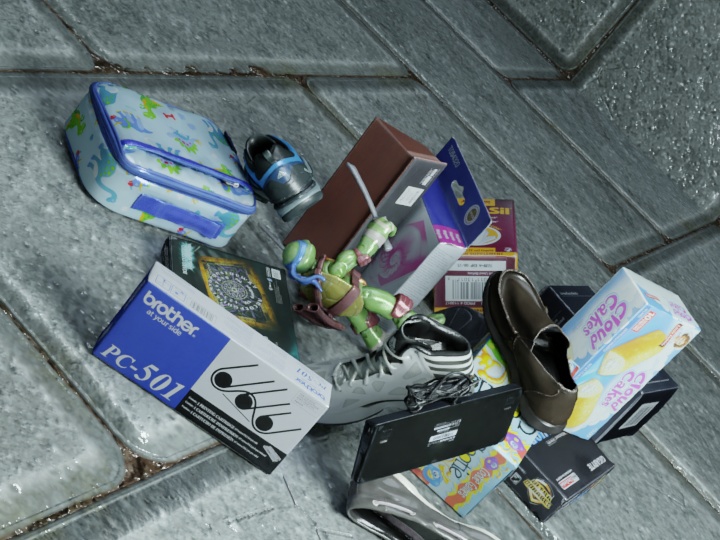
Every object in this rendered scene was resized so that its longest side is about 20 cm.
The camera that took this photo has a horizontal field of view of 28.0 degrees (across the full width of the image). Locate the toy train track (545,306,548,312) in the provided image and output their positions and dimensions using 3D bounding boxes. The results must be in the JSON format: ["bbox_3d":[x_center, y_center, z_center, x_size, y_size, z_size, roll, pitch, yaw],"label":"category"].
[{"bbox_3d":[0.223,0.061,1.829,0.200,0.032,0.116,-82,158,-73],"label":"toy train track"}]

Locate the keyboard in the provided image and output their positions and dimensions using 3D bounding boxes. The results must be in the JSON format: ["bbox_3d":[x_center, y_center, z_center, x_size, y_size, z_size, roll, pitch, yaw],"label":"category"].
[{"bbox_3d":[0.072,0.136,1.373,0.199,0.105,0.040,-9,40,-40],"label":"keyboard"}]

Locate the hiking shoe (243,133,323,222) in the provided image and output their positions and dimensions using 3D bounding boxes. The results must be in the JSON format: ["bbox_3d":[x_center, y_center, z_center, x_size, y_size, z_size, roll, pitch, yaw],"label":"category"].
[{"bbox_3d":[-0.096,-0.122,1.623,0.087,0.074,0.200,59,-9,-20],"label":"hiking shoe"}]

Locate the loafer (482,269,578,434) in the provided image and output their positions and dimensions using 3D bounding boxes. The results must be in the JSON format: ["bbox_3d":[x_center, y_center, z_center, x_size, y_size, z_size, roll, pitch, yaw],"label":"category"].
[{"bbox_3d":[0.190,0.073,1.527,0.072,0.071,0.201,7,49,-33],"label":"loafer"}]

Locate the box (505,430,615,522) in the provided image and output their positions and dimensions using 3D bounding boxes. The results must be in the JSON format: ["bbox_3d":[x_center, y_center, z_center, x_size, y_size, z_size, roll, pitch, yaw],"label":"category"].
[{"bbox_3d":[0.197,0.191,1.721,0.199,0.050,0.199,47,23,16],"label":"box"}]

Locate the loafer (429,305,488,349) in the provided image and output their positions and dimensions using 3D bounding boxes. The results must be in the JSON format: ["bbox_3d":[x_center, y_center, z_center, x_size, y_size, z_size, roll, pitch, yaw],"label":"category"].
[{"bbox_3d":[0.146,0.085,1.705,0.063,0.199,0.072,49,58,-27],"label":"loafer"}]

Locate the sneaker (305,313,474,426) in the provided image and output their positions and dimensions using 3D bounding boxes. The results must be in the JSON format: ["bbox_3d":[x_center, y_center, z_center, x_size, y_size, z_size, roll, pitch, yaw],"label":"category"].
[{"bbox_3d":[0.014,0.086,1.411,0.198,0.116,0.076,-3,46,-2],"label":"sneaker"}]

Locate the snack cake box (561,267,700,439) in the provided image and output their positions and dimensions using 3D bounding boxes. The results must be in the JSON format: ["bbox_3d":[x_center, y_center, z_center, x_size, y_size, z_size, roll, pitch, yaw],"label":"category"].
[{"bbox_3d":[0.289,0.101,1.708,0.114,0.200,0.067,23,28,-38],"label":"snack cake box"}]

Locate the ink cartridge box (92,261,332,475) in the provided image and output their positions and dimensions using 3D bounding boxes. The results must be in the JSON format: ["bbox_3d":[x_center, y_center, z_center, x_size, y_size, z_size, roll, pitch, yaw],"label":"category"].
[{"bbox_3d":[-0.132,0.089,1.300,0.199,0.094,0.044,36,22,-12],"label":"ink cartridge box"}]

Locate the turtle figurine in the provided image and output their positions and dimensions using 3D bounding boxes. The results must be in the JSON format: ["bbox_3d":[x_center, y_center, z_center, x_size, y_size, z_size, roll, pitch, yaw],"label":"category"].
[{"bbox_3d":[0.000,0.000,1.613,0.194,0.144,0.200,43,13,-22],"label":"turtle figurine"}]

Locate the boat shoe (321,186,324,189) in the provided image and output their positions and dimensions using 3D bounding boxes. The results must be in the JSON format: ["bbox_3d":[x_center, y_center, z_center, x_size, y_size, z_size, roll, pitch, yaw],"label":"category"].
[{"bbox_3d":[0.018,-0.088,1.915,0.199,0.073,0.062,-6,54,-55],"label":"boat shoe"}]

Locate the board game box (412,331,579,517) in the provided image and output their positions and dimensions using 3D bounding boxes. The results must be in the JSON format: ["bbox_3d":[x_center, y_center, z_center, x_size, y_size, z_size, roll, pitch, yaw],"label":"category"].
[{"bbox_3d":[0.138,0.149,1.554,0.103,0.105,0.200,41,39,2],"label":"board game box"}]

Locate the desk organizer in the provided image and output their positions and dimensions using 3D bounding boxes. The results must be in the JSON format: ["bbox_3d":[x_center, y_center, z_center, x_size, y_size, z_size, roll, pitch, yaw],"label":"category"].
[{"bbox_3d":[0.002,-0.077,1.696,0.077,0.200,0.071,49,24,26],"label":"desk organizer"}]

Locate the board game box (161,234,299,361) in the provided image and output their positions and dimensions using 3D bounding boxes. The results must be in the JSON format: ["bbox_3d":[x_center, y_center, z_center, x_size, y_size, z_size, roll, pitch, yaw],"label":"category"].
[{"bbox_3d":[-0.131,0.044,1.437,0.134,0.028,0.201,17,29,-19],"label":"board game box"}]

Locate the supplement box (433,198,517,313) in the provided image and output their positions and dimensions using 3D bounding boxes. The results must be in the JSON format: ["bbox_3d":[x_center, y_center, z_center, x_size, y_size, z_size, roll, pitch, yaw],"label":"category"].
[{"bbox_3d":[0.154,-0.022,1.937,0.109,0.087,0.200,1,24,4],"label":"supplement box"}]

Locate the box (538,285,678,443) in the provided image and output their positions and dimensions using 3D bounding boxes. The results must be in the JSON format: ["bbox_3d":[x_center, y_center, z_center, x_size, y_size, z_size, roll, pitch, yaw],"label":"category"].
[{"bbox_3d":[0.311,0.124,1.960,0.200,0.104,0.147,50,23,23],"label":"box"}]

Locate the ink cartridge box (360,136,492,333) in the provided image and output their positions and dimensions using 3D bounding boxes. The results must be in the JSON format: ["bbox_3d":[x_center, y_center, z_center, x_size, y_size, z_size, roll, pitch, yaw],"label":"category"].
[{"bbox_3d":[0.058,-0.049,1.734,0.043,0.200,0.197,28,24,-28],"label":"ink cartridge box"}]

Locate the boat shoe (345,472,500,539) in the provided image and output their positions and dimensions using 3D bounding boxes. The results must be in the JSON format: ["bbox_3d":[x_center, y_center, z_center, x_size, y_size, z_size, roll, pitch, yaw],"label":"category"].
[{"bbox_3d":[0.070,0.261,1.367,0.199,0.067,0.057,35,41,-2],"label":"boat shoe"}]

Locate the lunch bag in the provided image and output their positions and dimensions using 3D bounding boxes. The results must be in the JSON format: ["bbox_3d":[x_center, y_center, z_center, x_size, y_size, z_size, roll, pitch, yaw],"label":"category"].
[{"bbox_3d":[-0.213,-0.113,1.567,0.199,0.083,0.162,20,33,-40],"label":"lunch bag"}]
